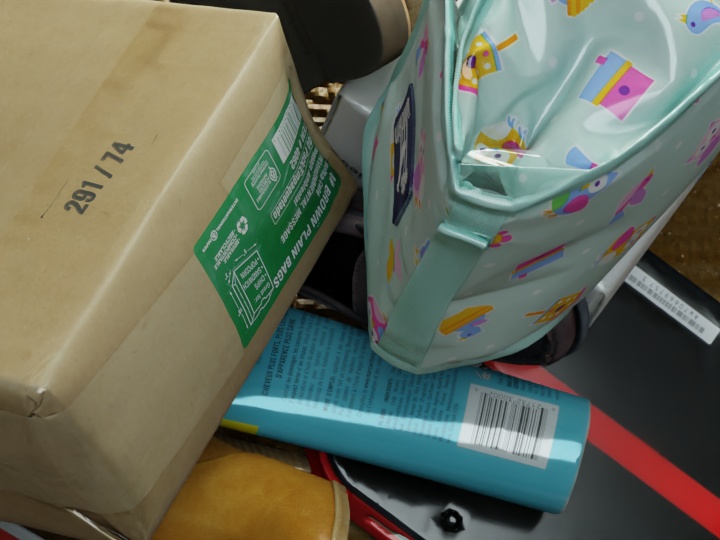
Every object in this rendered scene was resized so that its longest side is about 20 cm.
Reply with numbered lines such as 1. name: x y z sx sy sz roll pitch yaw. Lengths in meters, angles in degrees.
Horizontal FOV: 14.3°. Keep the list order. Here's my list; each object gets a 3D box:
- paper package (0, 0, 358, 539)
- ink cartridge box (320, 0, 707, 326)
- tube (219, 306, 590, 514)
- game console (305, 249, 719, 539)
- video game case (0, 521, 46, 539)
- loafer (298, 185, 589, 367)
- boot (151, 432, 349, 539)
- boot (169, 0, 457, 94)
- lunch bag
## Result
1. paper package: -0.129 -0.005 1.136 0.190 0.104 0.201 9 53 31
2. ink cartridge box: 0.096 -0.092 1.244 0.145 0.084 0.200 37 72 3
3. tube: -0.003 0.052 1.209 0.199 0.051 0.078 17 41 -4
4. game console: 0.094 0.073 1.262 0.200 0.031 0.177 36 73 -1
5. video game case: -0.188 0.193 1.168 0.143 0.017 0.201 25 76 34
6. loafer: 0.000 0.000 1.201 0.199 0.072 0.063 25 45 29
7. boot: -0.084 0.101 1.149 0.143 0.201 0.071 9 99 -11
8. boot: -0.016 -0.116 1.202 0.075 0.200 0.074 -32 108 -26
9. lunch bag: 0.074 -0.064 1.090 0.122 0.170 0.200 38 65 5
